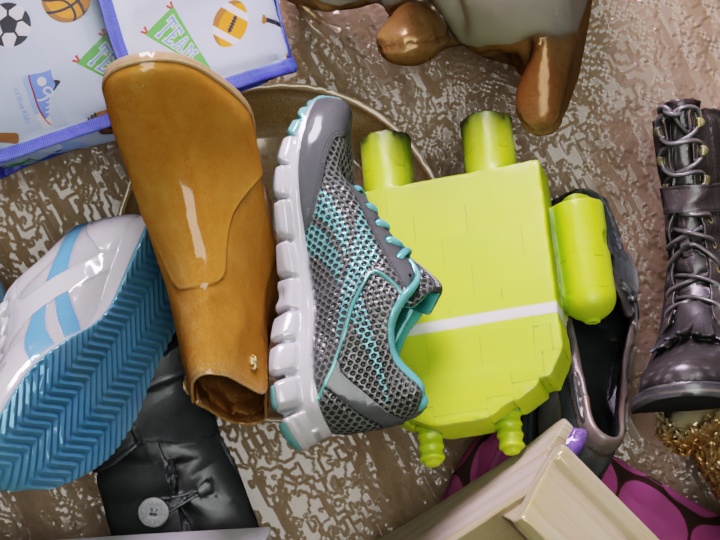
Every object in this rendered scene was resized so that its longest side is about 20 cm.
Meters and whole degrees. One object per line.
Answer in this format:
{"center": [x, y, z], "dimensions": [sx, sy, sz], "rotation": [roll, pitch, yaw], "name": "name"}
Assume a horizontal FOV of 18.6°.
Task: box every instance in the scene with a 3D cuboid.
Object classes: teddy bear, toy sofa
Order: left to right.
{"center": [0.070, 0.174, 1.223], "dimensions": [0.083, 0.098, 0.200], "rotation": [46, 129, -8], "name": "toy sofa"}
{"center": [0.253, 0.143, 1.288], "dimensions": [0.200, 0.145, 0.067], "rotation": [37, 100, -1], "name": "teddy bear"}

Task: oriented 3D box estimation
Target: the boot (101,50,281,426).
{"center": [-0.083, -0.011, 1.170], "dimensions": [0.071, 0.201, 0.144], "rotation": [-10, 59, 13], "name": "boot"}

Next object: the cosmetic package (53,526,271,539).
{"center": [-0.145, 0.194, 1.229], "dimensions": [0.200, 0.051, 0.083], "rotation": [-4, 106, 10], "name": "cosmetic package"}

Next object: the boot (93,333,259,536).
{"center": [-0.139, 0.151, 1.277], "dimensions": [0.165, 0.066, 0.200], "rotation": [-15, 106, 15], "name": "boot"}

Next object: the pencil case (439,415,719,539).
{"center": [0.151, 0.155, 1.304], "dimensions": [0.200, 0.091, 0.094], "rotation": [30, 52, -8], "name": "pencil case"}

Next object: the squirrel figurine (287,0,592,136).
{"center": [0.043, -0.194, 1.278], "dimensions": [0.187, 0.142, 0.200], "rotation": [8, 43, 17], "name": "squirrel figurine"}

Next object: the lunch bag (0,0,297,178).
{"center": [-0.151, -0.158, 1.233], "dimensions": [0.200, 0.124, 0.170], "rotation": [-17, 93, 7], "name": "lunch bag"}

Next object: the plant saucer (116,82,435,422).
{"center": [-0.047, -0.010, 1.303], "dimensions": [0.200, 0.035, 0.200], "rotation": [0, 89, -8], "name": "plant saucer"}

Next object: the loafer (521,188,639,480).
{"center": [0.136, 0.033, 1.271], "dimensions": [0.072, 0.063, 0.200], "rotation": [18, 56, -19], "name": "loafer"}

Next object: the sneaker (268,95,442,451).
{"center": [0.000, 0.000, 1.206], "dimensions": [0.091, 0.078, 0.200], "rotation": [-3, 75, 8], "name": "sneaker"}

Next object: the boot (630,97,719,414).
{"center": [0.188, -0.012, 1.266], "dimensions": [0.069, 0.200, 0.174], "rotation": [-5, 95, 17], "name": "boot"}

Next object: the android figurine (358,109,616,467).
{"center": [0.053, 0.011, 1.241], "dimensions": [0.182, 0.041, 0.200], "rotation": [-12, 70, 11], "name": "android figurine"}

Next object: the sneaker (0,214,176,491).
{"center": [-0.163, 0.047, 1.196], "dimensions": [0.081, 0.200, 0.077], "rotation": [-5, 125, 30], "name": "sneaker"}

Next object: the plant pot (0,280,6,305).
{"center": [-0.311, 0.035, 1.162], "dimensions": [0.200, 0.188, 0.200], "rotation": [-2, 79, 12], "name": "plant pot"}
